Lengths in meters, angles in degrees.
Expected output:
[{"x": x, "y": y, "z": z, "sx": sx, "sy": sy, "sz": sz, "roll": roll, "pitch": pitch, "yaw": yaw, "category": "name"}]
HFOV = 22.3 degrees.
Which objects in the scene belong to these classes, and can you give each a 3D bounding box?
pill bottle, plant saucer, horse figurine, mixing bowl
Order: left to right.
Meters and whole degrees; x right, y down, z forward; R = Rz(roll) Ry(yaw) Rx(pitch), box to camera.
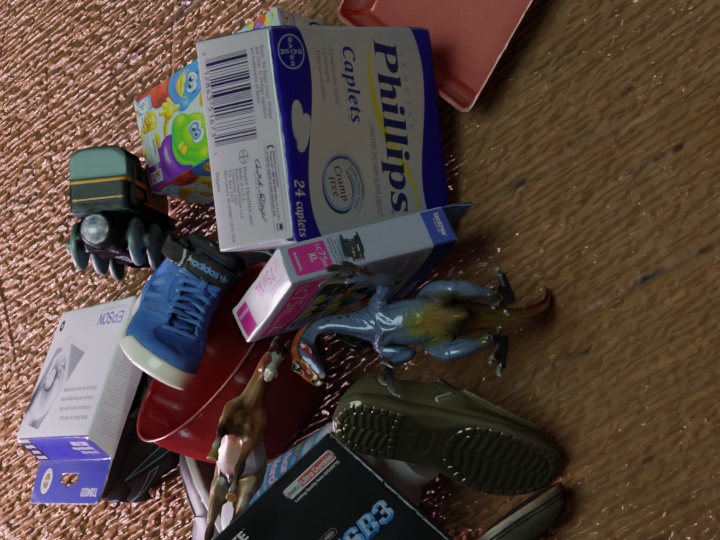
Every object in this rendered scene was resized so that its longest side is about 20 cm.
[{"x": -0.103, "y": 0.168, "z": 1.548, "sx": 0.049, "sy": 0.133, "sz": 0.201, "roll": 11, "pitch": 129, "yaw": 5, "category": "horse figurine"}, {"x": -0.101, "y": 0.103, "z": 1.671, "sx": 0.200, "sy": 0.108, "sz": 0.201, "roll": -44, "pitch": 21, "yaw": 21, "category": "mixing bowl"}, {"x": -0.022, "y": 0.198, "z": 1.620, "sx": 0.199, "sy": 0.110, "sz": 0.112, "roll": -36, "pitch": 61, "yaw": 29, "category": "pill bottle"}, {"x": 0.092, "y": -0.271, "z": 1.656, "sx": 0.200, "sy": 0.037, "sz": 0.201, "roll": 41, "pitch": 109, "yaw": 37, "category": "plant saucer"}]

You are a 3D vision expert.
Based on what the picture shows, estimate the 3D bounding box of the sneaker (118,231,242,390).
[{"x": -0.159, "y": 0.026, "z": 1.659, "sx": 0.112, "sy": 0.076, "sz": 0.200, "roll": -56, "pitch": 12, "yaw": 12, "category": "sneaker"}]

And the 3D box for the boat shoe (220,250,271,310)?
[{"x": -0.161, "y": 0.028, "z": 1.793, "sx": 0.199, "sy": 0.066, "sz": 0.071, "roll": -19, "pitch": 71, "yaw": 36, "category": "boat shoe"}]

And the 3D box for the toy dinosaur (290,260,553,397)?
[{"x": 0.039, "y": 0.058, "z": 1.522, "sx": 0.180, "sy": 0.199, "sz": 0.106, "roll": -7, "pitch": 78, "yaw": 32, "category": "toy dinosaur"}]

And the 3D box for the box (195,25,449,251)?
[{"x": -0.030, "y": -0.117, "z": 1.597, "sx": 0.104, "sy": 0.199, "sz": 0.186, "roll": -6, "pitch": 92, "yaw": 45, "category": "box"}]

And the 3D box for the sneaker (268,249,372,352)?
[{"x": -0.044, "y": -0.008, "z": 1.689, "sx": 0.080, "sy": 0.086, "sz": 0.201, "roll": -50, "pitch": 56, "yaw": 23, "category": "sneaker"}]

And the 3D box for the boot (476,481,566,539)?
[{"x": 0.121, "y": 0.269, "z": 1.532, "sx": 0.200, "sy": 0.075, "sz": 0.097, "roll": -45, "pitch": 79, "yaw": 19, "category": "boot"}]

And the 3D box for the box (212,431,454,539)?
[{"x": -0.022, "y": 0.260, "z": 1.463, "sx": 0.198, "sy": 0.200, "sz": 0.050, "roll": 41, "pitch": 151, "yaw": 18, "category": "box"}]

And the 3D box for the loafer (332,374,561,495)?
[{"x": 0.075, "y": 0.128, "z": 1.526, "sx": 0.068, "sy": 0.198, "sz": 0.076, "roll": -85, "pitch": 17, "yaw": -52, "category": "loafer"}]

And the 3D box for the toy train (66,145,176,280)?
[{"x": -0.230, "y": -0.055, "z": 1.788, "sx": 0.084, "sy": 0.200, "sz": 0.115, "roll": -4, "pitch": 84, "yaw": 11, "category": "toy train"}]

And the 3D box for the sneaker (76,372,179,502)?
[{"x": -0.206, "y": 0.145, "z": 1.805, "sx": 0.201, "sy": 0.079, "sz": 0.076, "roll": -58, "pitch": 30, "yaw": 18, "category": "sneaker"}]

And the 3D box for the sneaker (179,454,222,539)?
[{"x": -0.146, "y": 0.263, "z": 1.733, "sx": 0.106, "sy": 0.075, "sz": 0.201, "roll": -40, "pitch": 60, "yaw": 25, "category": "sneaker"}]

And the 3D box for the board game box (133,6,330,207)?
[{"x": -0.109, "y": -0.153, "z": 1.757, "sx": 0.199, "sy": 0.103, "sz": 0.106, "roll": -28, "pitch": 66, "yaw": 33, "category": "board game box"}]

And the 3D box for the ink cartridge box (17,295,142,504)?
[{"x": -0.280, "y": 0.131, "z": 1.819, "sx": 0.199, "sy": 0.040, "sz": 0.202, "roll": -13, "pitch": 58, "yaw": 59, "category": "ink cartridge box"}]

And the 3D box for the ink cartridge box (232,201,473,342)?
[{"x": 0.000, "y": 0.000, "z": 1.564, "sx": 0.042, "sy": 0.199, "sz": 0.119, "roll": 63, "pitch": 149, "yaw": 16, "category": "ink cartridge box"}]
